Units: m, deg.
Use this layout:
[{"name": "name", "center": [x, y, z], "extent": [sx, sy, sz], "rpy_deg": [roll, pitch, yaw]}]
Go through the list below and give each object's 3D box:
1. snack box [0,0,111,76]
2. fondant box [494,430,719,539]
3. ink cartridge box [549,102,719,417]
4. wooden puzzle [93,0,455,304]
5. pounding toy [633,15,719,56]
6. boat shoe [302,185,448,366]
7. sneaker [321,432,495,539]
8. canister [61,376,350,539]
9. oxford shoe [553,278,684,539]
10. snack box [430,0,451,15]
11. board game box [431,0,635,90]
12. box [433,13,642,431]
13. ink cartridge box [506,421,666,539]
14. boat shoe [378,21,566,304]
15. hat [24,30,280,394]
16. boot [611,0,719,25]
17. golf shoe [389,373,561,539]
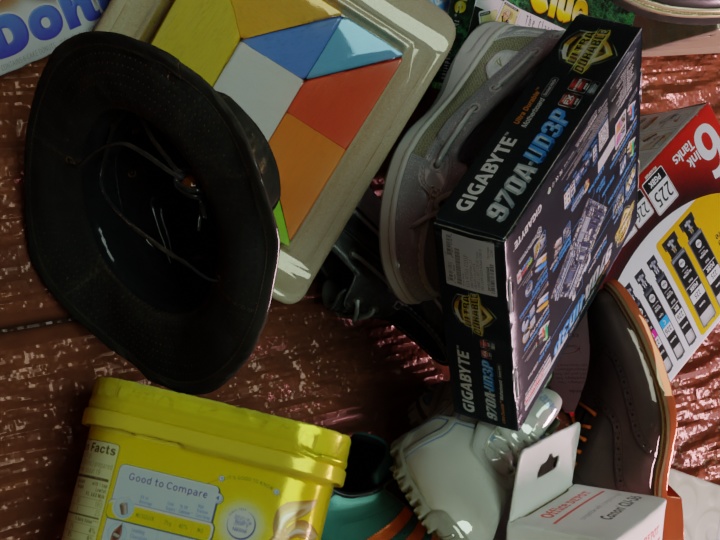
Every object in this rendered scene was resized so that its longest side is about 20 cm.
[{"name": "snack box", "center": [-0.151, -0.179, 0.853], "extent": [0.199, 0.024, 0.072], "rpy_deg": [-32, 107, -34]}, {"name": "fondant box", "center": [0.181, 0.207, 1.040], "extent": [0.199, 0.058, 0.145], "rpy_deg": [21, 74, -32]}, {"name": "ink cartridge box", "center": [0.210, 0.008, 1.062], "extent": [0.200, 0.084, 0.176], "rpy_deg": [-44, 112, -30]}, {"name": "wooden puzzle", "center": [-0.063, -0.107, 0.844], "extent": [0.184, 0.037, 0.201], "rpy_deg": [30, 90, -14]}, {"name": "pounding toy", "center": [0.273, -0.274, 1.096], "extent": [0.183, 0.142, 0.202], "rpy_deg": [-9, 91, -36]}, {"name": "boat shoe", "center": [0.000, 0.000, 0.929], "extent": [0.200, 0.072, 0.071], "rpy_deg": [46, 70, -12]}, {"name": "sneaker", "center": [0.019, 0.150, 0.906], "extent": [0.199, 0.071, 0.080], "rpy_deg": [19, 102, -32]}, {"name": "canister", "center": [-0.098, 0.173, 0.797], "extent": [0.147, 0.087, 0.201], "rpy_deg": [13, 79, 4]}, {"name": "oxford shoe", "center": [0.162, 0.107, 0.949], "extent": [0.072, 0.071, 0.202], "rpy_deg": [-11, 101, -7]}, {"name": "snack box", "center": [0.013, -0.201, 0.945], "extent": [0.200, 0.053, 0.143], "rpy_deg": [-31, 103, -41]}, {"name": "board game box", "center": [0.124, -0.155, 1.006], "extent": [0.199, 0.023, 0.106], "rpy_deg": [8, 93, -51]}, {"name": "box", "center": [0.112, -0.030, 0.869], "extent": [0.200, 0.046, 0.160], "rpy_deg": [-55, 150, -35]}, {"name": "ink cartridge box", "center": [0.135, 0.202, 0.882], "extent": [0.116, 0.067, 0.202], "rpy_deg": [-10, 105, -63]}, {"name": "boat shoe", "center": [0.072, -0.069, 0.890], "extent": [0.075, 0.064, 0.203], "rpy_deg": [53, 55, -41]}, {"name": "hat", "center": [-0.097, -0.040, 0.789], "extent": [0.081, 0.200, 0.202], "rpy_deg": [-33, 105, -46]}, {"name": "boot", "center": [0.190, -0.243, 0.942], "extent": [0.199, 0.138, 0.078], "rpy_deg": [20, 60, -14]}, {"name": "golf shoe", "center": [0.077, 0.103, 0.892], "extent": [0.078, 0.097, 0.200], "rpy_deg": [51, 18, -13]}]
